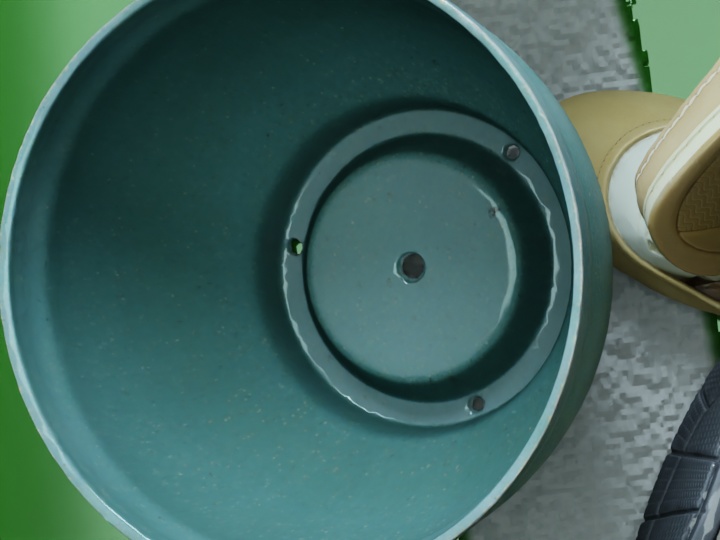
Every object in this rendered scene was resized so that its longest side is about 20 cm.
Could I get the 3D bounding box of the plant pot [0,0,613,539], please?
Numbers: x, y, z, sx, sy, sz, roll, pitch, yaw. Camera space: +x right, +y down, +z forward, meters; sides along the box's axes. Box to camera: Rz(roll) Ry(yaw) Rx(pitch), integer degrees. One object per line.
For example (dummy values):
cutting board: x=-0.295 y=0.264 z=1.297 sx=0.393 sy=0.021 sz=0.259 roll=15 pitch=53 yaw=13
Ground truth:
plant pot: x=0.000 y=0.000 z=0.925 sx=0.200 sy=0.134 sz=0.201 roll=0 pitch=91 yaw=23

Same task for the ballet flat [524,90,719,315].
ballet flat: x=0.144 y=-0.009 z=0.945 sx=0.200 sy=0.063 sz=0.069 roll=28 pitch=89 yaw=12

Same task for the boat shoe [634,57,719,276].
boat shoe: x=0.164 y=-0.081 z=0.909 sx=0.200 sy=0.074 sz=0.069 roll=-41 pitch=40 yaw=1

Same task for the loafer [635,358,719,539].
loafer: x=0.120 y=0.125 z=0.939 sx=0.063 sy=0.072 sz=0.200 roll=21 pitch=84 yaw=-8
